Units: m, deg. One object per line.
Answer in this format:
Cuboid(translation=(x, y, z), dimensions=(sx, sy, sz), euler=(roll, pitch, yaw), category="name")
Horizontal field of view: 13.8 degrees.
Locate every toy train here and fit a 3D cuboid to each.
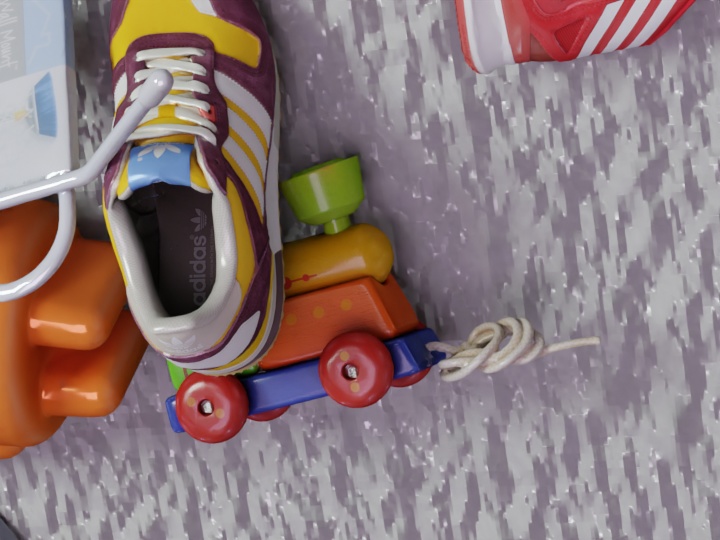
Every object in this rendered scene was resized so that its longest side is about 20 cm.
Cuboid(translation=(0.000, 0.000, 1.336), dimensions=(0.200, 0.085, 0.116), euler=(-15, 91, 18), category="toy train")

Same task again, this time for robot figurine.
Cuboid(translation=(-0.200, 0.019, 1.372), dimensions=(0.200, 0.144, 0.117), euler=(3, 75, 14), category="robot figurine")

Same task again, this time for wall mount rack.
Cuboid(translation=(-0.143, -0.095, 1.272), dimensions=(0.174, 0.075, 0.200), euler=(-16, 64, 22), category="wall mount rack")

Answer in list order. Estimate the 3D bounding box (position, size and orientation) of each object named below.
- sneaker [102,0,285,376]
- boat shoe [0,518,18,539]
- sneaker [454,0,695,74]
Cuboid(translation=(-0.074, -0.057, 1.285), dimensions=(0.075, 0.090, 0.200), euler=(-12, 77, 10), category="sneaker")
Cuboid(translation=(-0.231, 0.128, 1.455), dimensions=(0.200, 0.074, 0.065), euler=(49, 120, 5), category="boat shoe")
Cuboid(translation=(0.089, -0.174, 1.234), dimensions=(0.115, 0.078, 0.200), euler=(-4, 135, 6), category="sneaker")
